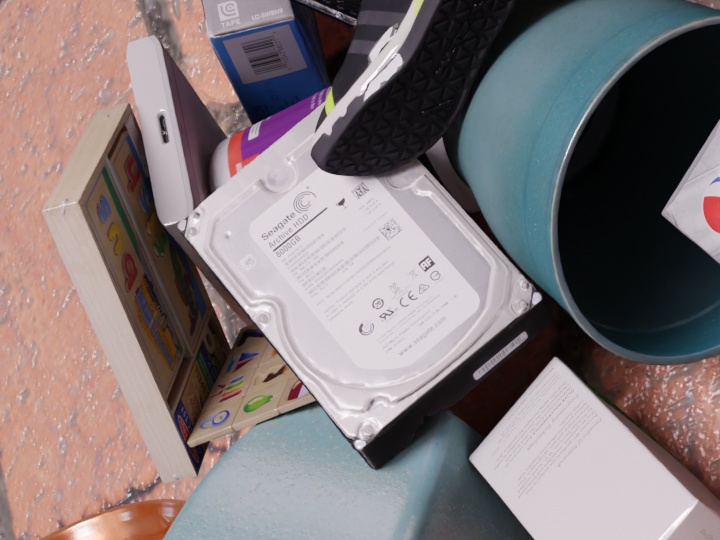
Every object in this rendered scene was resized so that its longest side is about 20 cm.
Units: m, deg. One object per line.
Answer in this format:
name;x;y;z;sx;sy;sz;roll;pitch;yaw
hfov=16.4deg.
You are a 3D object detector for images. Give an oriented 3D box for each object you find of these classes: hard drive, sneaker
hard drive;0.000;0.000;1.461;0.139;0.038;0.200;-38;58;-3
sneaker;0.031;-0.143;1.427;0.200;0.071;0.083;-54;44;27
hard drive;-0.101;-0.052;1.635;0.026;0.200;0.133;-17;65;7

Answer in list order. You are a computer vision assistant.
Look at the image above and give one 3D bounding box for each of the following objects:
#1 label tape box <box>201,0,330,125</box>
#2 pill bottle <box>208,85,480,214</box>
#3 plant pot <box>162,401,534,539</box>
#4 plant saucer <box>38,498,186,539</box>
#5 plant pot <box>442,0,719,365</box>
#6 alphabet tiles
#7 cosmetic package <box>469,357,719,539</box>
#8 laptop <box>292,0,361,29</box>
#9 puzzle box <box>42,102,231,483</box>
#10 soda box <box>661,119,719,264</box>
label tape box;-0.075;-0.217;1.679;0.063;0.144;0.201;-14;66;5
pill bottle;0.010;-0.069;1.580;0.199;0.112;0.113;-26;62;17
plant pot;0.006;0.185;1.492;0.195;0.196;0.201;8;69;41
plant saucer;-0.184;0.221;1.663;0.199;0.200;0.033;-6;116;39
plant pot;0.146;-0.072;1.439;0.188;0.199;0.201;35;102;55
alphabet tiles;-0.014;0.029;1.565;0.166;0.008;0.200;-22;23;25
cosmetic package;0.151;0.141;1.372;0.085;0.107;0.200;-49;28;3
laptop;0.049;-0.199;1.537;0.199;0.177;0.104;26;108;27
puzzle box;-0.133;0.013;1.539;0.025;0.201;0.133;-12;28;17
soda box;0.248;-0.018;1.319;0.068;0.199;0.064;42;106;37
